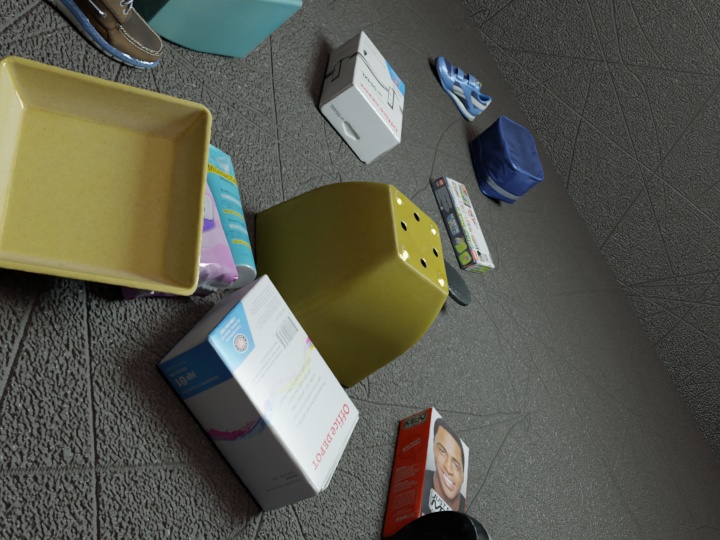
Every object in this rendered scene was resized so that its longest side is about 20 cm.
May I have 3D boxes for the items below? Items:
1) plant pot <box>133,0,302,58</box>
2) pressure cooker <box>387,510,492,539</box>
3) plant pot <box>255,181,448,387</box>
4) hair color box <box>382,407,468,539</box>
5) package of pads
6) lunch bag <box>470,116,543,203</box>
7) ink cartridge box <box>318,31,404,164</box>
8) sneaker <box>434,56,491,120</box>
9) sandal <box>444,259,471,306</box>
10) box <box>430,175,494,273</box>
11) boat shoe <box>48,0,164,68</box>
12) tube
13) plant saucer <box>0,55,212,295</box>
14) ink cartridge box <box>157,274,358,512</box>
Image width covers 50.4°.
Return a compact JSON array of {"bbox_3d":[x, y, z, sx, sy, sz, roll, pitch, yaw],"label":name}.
[{"bbox_3d":[-0.210,-0.386,1.029,0.199,0.140,0.143,-21,85,-56],"label":"plant pot"},{"bbox_3d":[0.115,0.402,0.878,0.175,0.178,0.201,-40,106,-21],"label":"pressure cooker"},{"bbox_3d":[0.000,0.000,0.991,0.194,0.198,0.198,35,38,-42],"label":"plant pot"},{"bbox_3d":[0.094,0.299,1.047,0.102,0.061,0.201,49,30,-24],"label":"hair color box"},{"bbox_3d":[-0.213,-0.068,0.811,0.120,0.075,0.203,3,64,-60],"label":"package of pads"},{"bbox_3d":[0.360,-0.279,1.939,0.135,0.132,0.202,19,49,-33],"label":"lunch bag"},{"bbox_3d":[0.007,-0.318,1.401,0.146,0.084,0.202,46,32,-31],"label":"ink cartridge box"},{"bbox_3d":[0.267,-0.490,2.006,0.200,0.082,0.075,44,34,-30],"label":"sneaker"},{"bbox_3d":[0.120,0.000,1.376,0.200,0.048,0.076,37,37,-20],"label":"sandal"},{"bbox_3d":[0.218,-0.097,1.632,0.110,0.034,0.203,11,58,-57],"label":"box"},{"bbox_3d":[-0.296,-0.311,0.878,0.199,0.072,0.073,35,39,-43],"label":"boat shoe"},{"bbox_3d":[-0.169,-0.075,0.934,0.077,0.050,0.202,34,34,-55],"label":"tube"},{"bbox_3d":[-0.245,-0.078,0.704,0.197,0.048,0.203,10,66,-24],"label":"plant saucer"},{"bbox_3d":[-0.102,0.131,0.825,0.201,0.084,0.145,56,29,-12],"label":"ink cartridge box"}]
